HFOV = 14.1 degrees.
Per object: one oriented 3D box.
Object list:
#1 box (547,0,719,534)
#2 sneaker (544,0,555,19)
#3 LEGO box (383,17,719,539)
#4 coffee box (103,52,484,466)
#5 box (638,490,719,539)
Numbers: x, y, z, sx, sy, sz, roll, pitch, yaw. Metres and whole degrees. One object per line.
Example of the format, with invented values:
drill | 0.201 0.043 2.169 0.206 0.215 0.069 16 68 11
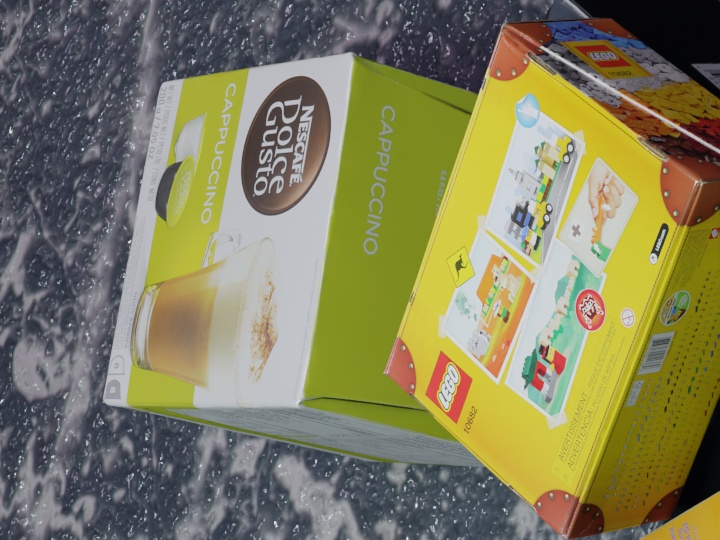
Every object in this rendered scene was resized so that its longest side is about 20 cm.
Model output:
box | 0.162 -0.007 1.479 0.200 0.124 0.197 47 125 36
sneaker | 0.166 -0.105 1.616 0.200 0.077 0.111 50 125 40
LEGO box | 0.108 0.003 1.392 0.149 0.077 0.201 42 125 39
coffee box | 0.000 0.000 1.689 0.197 0.200 0.201 -3 75 53
box | 0.225 0.125 1.406 0.200 0.119 0.042 -35 54 41
